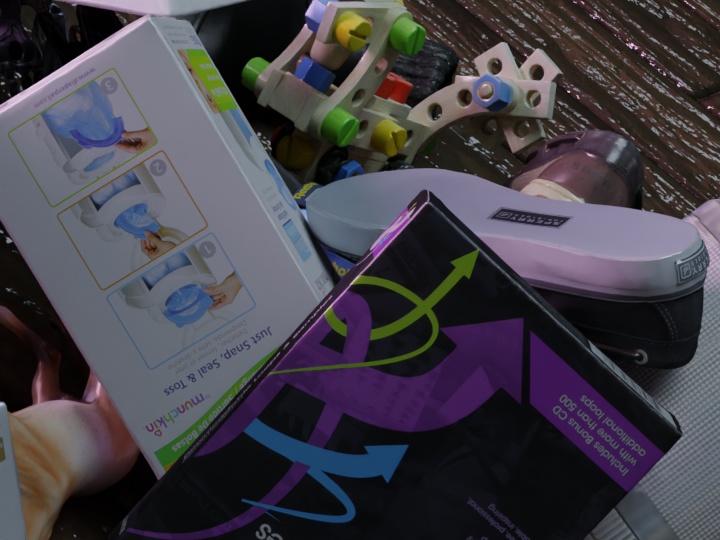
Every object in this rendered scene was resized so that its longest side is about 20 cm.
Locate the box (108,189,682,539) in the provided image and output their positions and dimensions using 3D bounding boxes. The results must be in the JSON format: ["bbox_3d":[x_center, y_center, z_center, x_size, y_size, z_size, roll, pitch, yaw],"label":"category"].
[{"bbox_3d":[0.012,0.089,0.872,0.143,0.200,0.036,41,9,-6],"label":"box"}]

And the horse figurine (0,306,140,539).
[{"bbox_3d":[-0.143,0.062,0.929,0.133,0.050,0.200,61,22,1],"label":"horse figurine"}]

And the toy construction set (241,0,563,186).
[{"bbox_3d":[0.016,-0.100,1.166,0.199,0.132,0.092,17,14,-45],"label":"toy construction set"}]

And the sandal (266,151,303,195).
[{"bbox_3d":[-0.068,-0.045,1.145,0.200,0.048,0.075,43,-6,-7],"label":"sandal"}]

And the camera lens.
[{"bbox_3d":[0.144,0.077,0.970,0.160,0.200,0.160,54,4,-5],"label":"camera lens"}]

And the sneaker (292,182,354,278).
[{"bbox_3d":[0.000,0.000,1.039,0.199,0.083,0.074,2,10,22],"label":"sneaker"}]

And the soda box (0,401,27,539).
[{"bbox_3d":[-0.226,0.094,0.770,0.199,0.064,0.068,-11,6,-29],"label":"soda box"}]

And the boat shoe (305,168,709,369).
[{"bbox_3d":[0.061,0.003,0.927,0.199,0.067,0.070,9,28,33],"label":"boat shoe"}]

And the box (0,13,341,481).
[{"bbox_3d":[-0.074,0.000,0.941,0.201,0.101,0.113,59,6,-3],"label":"box"}]

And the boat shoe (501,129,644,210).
[{"bbox_3d":[0.107,-0.030,1.054,0.073,0.065,0.200,42,-3,-3],"label":"boat shoe"}]

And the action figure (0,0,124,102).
[{"bbox_3d":[-0.194,-0.115,1.117,0.118,0.103,0.200,-7,17,-27],"label":"action figure"}]

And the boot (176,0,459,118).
[{"bbox_3d":[-0.031,-0.114,1.254,0.157,0.080,0.211,31,32,3],"label":"boot"}]

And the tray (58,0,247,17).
[{"bbox_3d":[-0.148,-0.153,1.044,0.199,0.022,0.107,12,20,26],"label":"tray"}]
